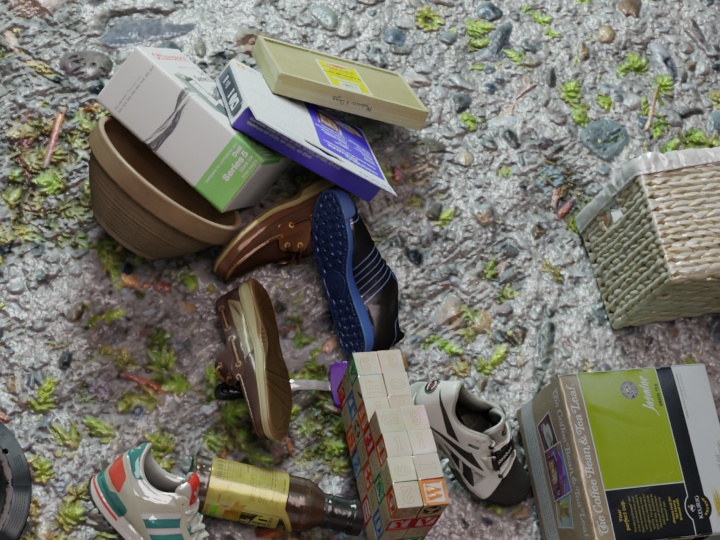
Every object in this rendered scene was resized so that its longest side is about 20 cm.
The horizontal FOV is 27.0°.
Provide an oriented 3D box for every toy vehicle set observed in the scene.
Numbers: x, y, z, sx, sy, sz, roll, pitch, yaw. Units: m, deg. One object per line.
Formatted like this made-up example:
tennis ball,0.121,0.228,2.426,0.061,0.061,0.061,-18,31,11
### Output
toy vehicle set,-0.025,-0.229,1.826,0.199,0.027,0.124,12,25,-22

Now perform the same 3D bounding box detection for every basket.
basket,0.397,-0.041,1.825,0.199,0.198,0.162,-7,72,-17

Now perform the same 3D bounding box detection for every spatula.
spatula,-0.069,0.133,1.727,0.198,0.021,0.057,-2,70,-15

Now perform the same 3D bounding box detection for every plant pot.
plant pot,-0.241,-0.079,1.707,0.201,0.201,0.093,42,103,5

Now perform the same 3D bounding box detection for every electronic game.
electronic game,-0.447,0.235,1.574,0.198,0.042,0.201,2,73,-7

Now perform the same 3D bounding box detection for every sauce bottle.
sauce bottle,-0.093,0.253,1.646,0.199,0.065,0.065,13,65,-7

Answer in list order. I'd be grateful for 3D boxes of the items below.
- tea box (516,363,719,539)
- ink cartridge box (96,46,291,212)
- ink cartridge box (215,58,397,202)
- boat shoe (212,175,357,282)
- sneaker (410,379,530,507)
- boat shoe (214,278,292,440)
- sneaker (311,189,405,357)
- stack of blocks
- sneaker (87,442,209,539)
tea box,0.306,0.227,1.719,0.195,0.134,0.201,-2,68,-20
ink cartridge box,-0.190,-0.166,1.745,0.200,0.145,0.084,42,103,5
ink cartridge box,-0.065,-0.155,1.742,0.197,0.044,0.200,27,17,-24
boat shoe,-0.085,-0.042,1.768,0.200,0.072,0.068,-35,78,-27
sneaker,0.141,0.197,1.688,0.200,0.088,0.074,44,51,-25
boat shoe,-0.128,0.107,1.691,0.072,0.072,0.201,-21,60,15
sneaker,0.000,0.000,1.756,0.078,0.070,0.202,-15,96,-42
stack of blocks,0.032,0.189,1.633,0.058,0.115,0.201,-2,58,-18
sneaker,-0.192,0.268,1.578,0.093,0.070,0.200,-41,95,12
